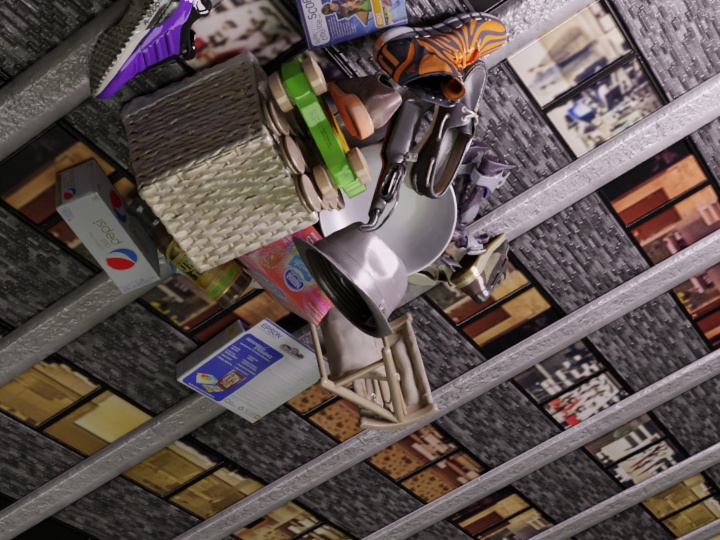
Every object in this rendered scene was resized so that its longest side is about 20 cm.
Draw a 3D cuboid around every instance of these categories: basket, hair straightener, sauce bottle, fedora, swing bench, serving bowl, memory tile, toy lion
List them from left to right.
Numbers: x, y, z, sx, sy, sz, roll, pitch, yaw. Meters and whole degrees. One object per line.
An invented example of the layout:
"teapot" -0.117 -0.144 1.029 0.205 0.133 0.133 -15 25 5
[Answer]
"sauce bottle" -0.243 -0.032 1.634 0.200 0.065 0.065 41 119 -10
"basket" -0.181 -0.137 1.523 0.198 0.162 0.199 -21 140 9
"memory tile" -0.072 -0.146 1.498 0.017 0.155 0.200 -23 179 12
"toy lion" -0.046 -0.184 1.514 0.068 0.192 0.202 -25 106 6
"fedora" 0.000 0.000 1.604 0.090 0.176 0.201 -43 134 -14
"swing bench" 0.012 0.125 1.840 0.129 0.200 0.200 -25 138 12
"serving bowl" 0.039 -0.093 1.679 0.197 0.066 0.203 1 111 2
"hair straightener" 0.042 -0.141 1.558 0.041 0.202 0.077 27 162 -15

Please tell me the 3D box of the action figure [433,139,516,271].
"action figure" 0.149 -0.085 1.712 0.069 0.130 0.202 -1 125 -38

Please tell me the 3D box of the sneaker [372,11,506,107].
"sneaker" 0.121 -0.263 1.491 0.198 0.112 0.078 -18 144 -24

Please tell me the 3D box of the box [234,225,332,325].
"box" -0.111 -0.021 1.690 0.103 0.094 0.200 -53 137 -12

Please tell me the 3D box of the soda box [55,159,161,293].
"soda box" -0.350 -0.058 1.623 0.063 0.069 0.201 -20 139 6

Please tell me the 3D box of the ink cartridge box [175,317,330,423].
"ink cartridge box" -0.171 0.158 1.938 0.199 0.047 0.197 -35 134 18

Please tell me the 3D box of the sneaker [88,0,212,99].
"sneaker" -0.251 -0.272 1.420 0.099 0.070 0.200 21 128 -37

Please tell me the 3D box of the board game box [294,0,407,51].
"board game box" -0.023 -0.370 1.409 0.134 0.035 0.201 -15 138 -1

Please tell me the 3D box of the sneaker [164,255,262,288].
"sneaker" -0.200 -0.001 1.732 0.198 0.073 0.072 15 130 -32

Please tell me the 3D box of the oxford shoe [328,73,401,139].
"oxford shoe" 0.008 -0.215 1.482 0.072 0.200 0.072 -28 112 -1

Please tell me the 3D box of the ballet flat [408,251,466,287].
"ballet flat" 0.125 0.001 1.843 0.198 0.063 0.068 3 136 -21

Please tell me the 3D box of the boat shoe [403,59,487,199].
"boat shoe" 0.126 -0.192 1.575 0.074 0.060 0.201 26 94 -45

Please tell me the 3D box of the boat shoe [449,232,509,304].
"boat shoe" 0.189 0.000 1.776 0.073 0.200 0.065 -30 95 30
